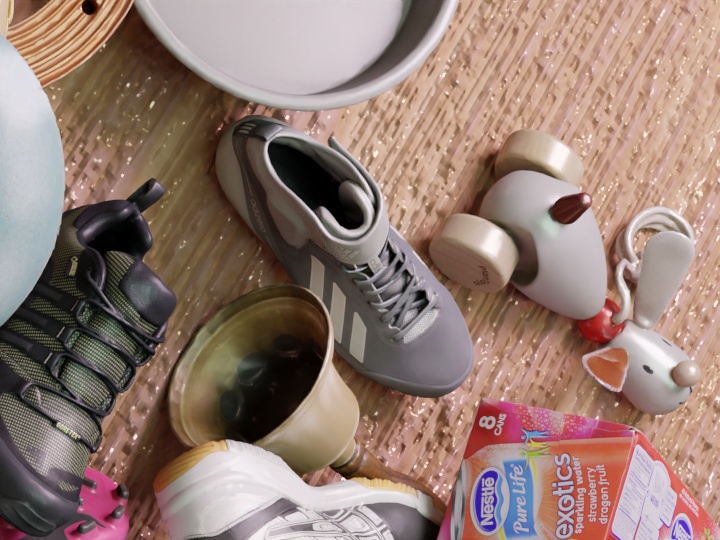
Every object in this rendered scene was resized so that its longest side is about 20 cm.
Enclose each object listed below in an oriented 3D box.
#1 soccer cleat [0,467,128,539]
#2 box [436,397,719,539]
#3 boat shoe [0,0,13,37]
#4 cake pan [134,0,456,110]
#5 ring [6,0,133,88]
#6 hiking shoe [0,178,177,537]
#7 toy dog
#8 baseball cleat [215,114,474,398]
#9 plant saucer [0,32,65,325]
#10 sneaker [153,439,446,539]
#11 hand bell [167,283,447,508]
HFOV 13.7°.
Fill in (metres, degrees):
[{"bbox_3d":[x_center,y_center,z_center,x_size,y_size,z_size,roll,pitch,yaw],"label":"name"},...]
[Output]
[{"bbox_3d":[-0.165,0.160,1.457,0.070,0.200,0.086,23,111,-1],"label":"soccer cleat"},{"bbox_3d":[0.122,0.153,1.633,0.200,0.095,0.100,46,59,-60],"label":"box"},{"bbox_3d":[-0.202,-0.138,1.435,0.074,0.069,0.200,-1,88,-18],"label":"boat shoe"},{"bbox_3d":[-0.042,-0.179,1.578,0.200,0.037,0.200,5,78,-22],"label":"cake pan"},{"bbox_3d":[-0.201,-0.180,1.483,0.200,0.019,0.200,1,88,-19],"label":"ring"},{"bbox_3d":[-0.141,0.036,1.453,0.076,0.101,0.200,37,36,-32],"label":"hiking shoe"},{"bbox_3d":[0.138,0.002,1.699,0.200,0.096,0.132,23,75,-33],"label":"toy dog"},{"bbox_3d":[0.000,0.000,1.596,0.200,0.106,0.070,45,78,-20],"label":"baseball cleat"},{"bbox_3d":[-0.239,-0.039,1.402,0.201,0.039,0.201,-1,104,-4],"label":"plant saucer"},{"bbox_3d":[-0.023,0.154,1.549,0.200,0.076,0.088,16,47,-40],"label":"sneaker"},{"bbox_3d":[-0.004,0.103,1.618,0.200,0.104,0.104,44,64,-41],"label":"hand bell"}]
